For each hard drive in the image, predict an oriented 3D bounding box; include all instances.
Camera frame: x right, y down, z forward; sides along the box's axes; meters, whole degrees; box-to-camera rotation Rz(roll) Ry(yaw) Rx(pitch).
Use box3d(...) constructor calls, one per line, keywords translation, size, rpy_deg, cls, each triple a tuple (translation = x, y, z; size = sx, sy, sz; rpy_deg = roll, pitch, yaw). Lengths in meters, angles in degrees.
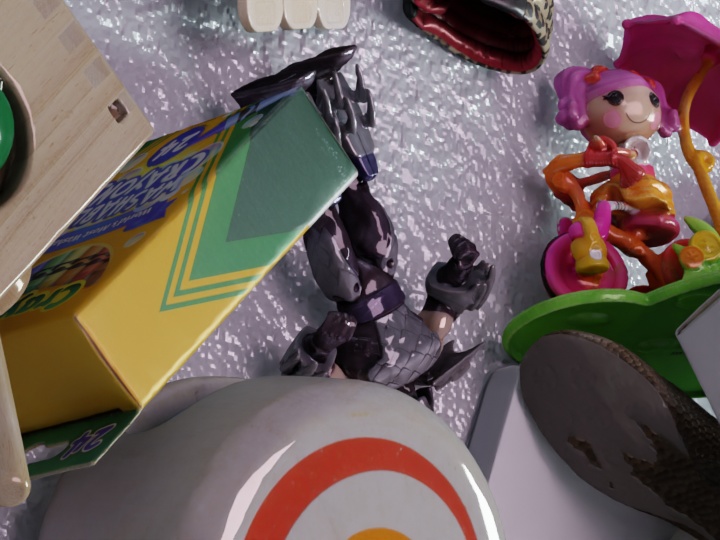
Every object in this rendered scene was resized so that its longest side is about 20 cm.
box3d(translation=(0.122, 0.155, 1.432), size=(0.200, 0.027, 0.132), rpy_deg=(38, 56, -32), cls="hard drive")

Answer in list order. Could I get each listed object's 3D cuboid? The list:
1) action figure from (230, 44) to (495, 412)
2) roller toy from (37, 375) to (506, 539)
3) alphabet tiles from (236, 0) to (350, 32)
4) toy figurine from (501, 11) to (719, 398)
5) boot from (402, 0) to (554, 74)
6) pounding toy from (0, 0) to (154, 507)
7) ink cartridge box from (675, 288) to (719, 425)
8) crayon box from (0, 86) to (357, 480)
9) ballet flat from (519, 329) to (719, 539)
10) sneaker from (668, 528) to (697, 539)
box3d(translation=(0.000, 0.000, 1.328), size=(0.130, 0.069, 0.201), rpy_deg=(-31, 104, -49), cls="action figure")
box3d(translation=(-0.039, 0.138, 1.203), size=(0.200, 0.139, 0.183), rpy_deg=(41, 65, -32), cls="roller toy")
box3d(translation=(-0.030, -0.210, 1.328), size=(0.200, 0.015, 0.197), rpy_deg=(-12, 101, -66), cls="alphabet tiles")
box3d(translation=(0.154, -0.047, 1.473), size=(0.199, 0.150, 0.185), rpy_deg=(1, 63, -19), cls="toy figurine")
box3d(translation=(0.054, -0.202, 1.411), size=(0.200, 0.073, 0.151), rpy_deg=(42, 53, -55), cls="boot")
box3d(translation=(-0.176, -0.011, 1.068), size=(0.142, 0.199, 0.184), rpy_deg=(55, 49, -19), cls="pounding toy")
box3d(translation=(0.265, 0.076, 1.376), size=(0.199, 0.087, 0.146), rpy_deg=(14, 42, -46), cls="ink cartridge box")
box3d(translation=(-0.104, 0.009, 1.183), size=(0.052, 0.125, 0.200), rpy_deg=(55, 48, -17), cls="crayon box")
box3d(translation=(0.165, 0.095, 1.389), size=(0.200, 0.068, 0.046), rpy_deg=(35, 27, 7), cls="ballet flat")
box3d(translation=(0.211, 0.143, 1.462), size=(0.200, 0.075, 0.089), rpy_deg=(-50, 120, -30), cls="sneaker")
